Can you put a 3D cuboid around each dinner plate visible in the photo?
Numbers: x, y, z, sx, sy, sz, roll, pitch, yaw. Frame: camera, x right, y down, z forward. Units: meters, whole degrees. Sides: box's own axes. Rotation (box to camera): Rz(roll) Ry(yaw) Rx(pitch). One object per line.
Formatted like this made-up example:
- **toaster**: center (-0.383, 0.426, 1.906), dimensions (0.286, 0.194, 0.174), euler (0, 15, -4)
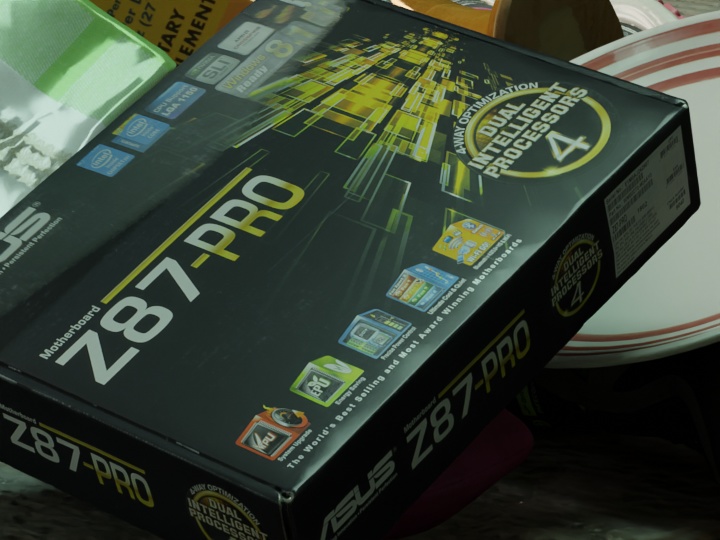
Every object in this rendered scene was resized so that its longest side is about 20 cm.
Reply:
- **dinner plate**: center (0.107, -0.026, 0.967), dimensions (0.200, 0.024, 0.200), euler (-18, 33, 12)

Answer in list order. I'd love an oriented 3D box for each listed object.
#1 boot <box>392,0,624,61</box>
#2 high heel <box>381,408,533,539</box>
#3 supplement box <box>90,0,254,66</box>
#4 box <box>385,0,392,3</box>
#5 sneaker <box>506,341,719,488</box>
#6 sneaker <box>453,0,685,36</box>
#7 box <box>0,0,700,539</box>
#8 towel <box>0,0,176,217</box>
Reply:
- **boot**: center (0.045, -0.092, 1.220), dimensions (0.071, 0.201, 0.144), euler (-39, 57, -14)
- **high heel**: center (-0.029, 0.027, 0.927), dimensions (0.096, 0.068, 0.200), euler (-12, 24, -23)
- **supplement box**: center (-0.130, -0.100, 1.095), dimensions (0.200, 0.067, 0.069), euler (22, -10, 5)
- **box**: center (0.007, -0.036, 0.995), dimensions (0.039, 0.042, 0.200), euler (-22, 32, 7)
- **sneaker**: center (0.091, 0.037, 0.977), dimensions (0.083, 0.071, 0.200), euler (-33, 33, -9)
- **sneaker**: center (0.105, -0.093, 1.425), dimensions (0.075, 0.081, 0.200), euler (-42, 36, -24)
- **box**: center (-0.017, -0.002, 0.868), dimensions (0.161, 0.049, 0.200), euler (21, 49, 35)
- **towel**: center (-0.167, -0.048, 0.941), dimensions (0.149, 0.031, 0.200), euler (39, 56, 0)
